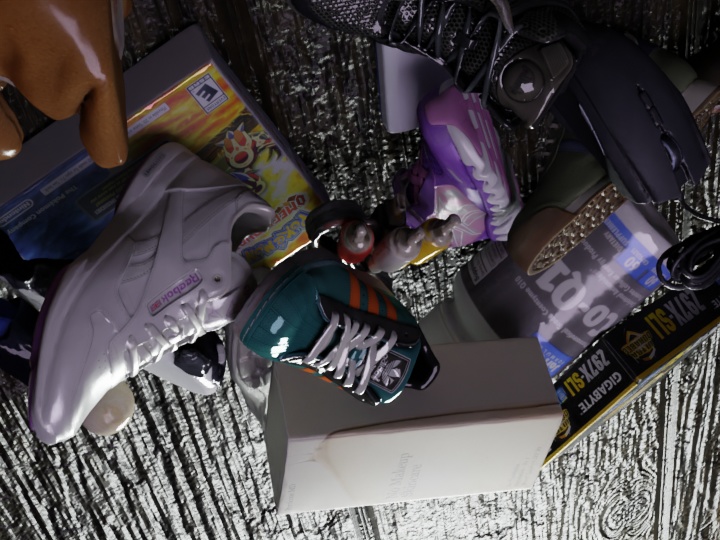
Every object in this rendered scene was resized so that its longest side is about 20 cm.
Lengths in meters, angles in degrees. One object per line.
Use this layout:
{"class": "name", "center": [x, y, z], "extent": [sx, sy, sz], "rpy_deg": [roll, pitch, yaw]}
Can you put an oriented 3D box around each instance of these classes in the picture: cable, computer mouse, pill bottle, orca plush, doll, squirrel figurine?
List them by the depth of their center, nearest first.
{"class": "squirrel figurine", "center": [-0.216, -0.145, 0.642], "extent": [0.183, 0.143, 0.201], "rpy_deg": [-4, 147, -3]}
{"class": "doll", "center": [-0.226, 0.041, 0.829], "extent": [0.199, 0.136, 0.049], "rpy_deg": [37, 85, -24]}
{"class": "computer mouse", "center": [0.207, -0.099, 0.833], "extent": [0.139, 0.202, 0.046], "rpy_deg": [-27, 166, -19]}
{"class": "orca plush", "center": [-0.151, 0.013, 0.839], "extent": [0.199, 0.104, 0.072], "rpy_deg": [31, 70, -34]}
{"class": "cable", "center": [0.000, 0.000, 0.912], "extent": [0.095, 0.051, 0.200], "rpy_deg": [-3, 157, -14]}
{"class": "pill bottle", "center": [0.144, 0.014, 1.005], "extent": [0.200, 0.114, 0.113], "rpy_deg": [-43, 137, 18]}

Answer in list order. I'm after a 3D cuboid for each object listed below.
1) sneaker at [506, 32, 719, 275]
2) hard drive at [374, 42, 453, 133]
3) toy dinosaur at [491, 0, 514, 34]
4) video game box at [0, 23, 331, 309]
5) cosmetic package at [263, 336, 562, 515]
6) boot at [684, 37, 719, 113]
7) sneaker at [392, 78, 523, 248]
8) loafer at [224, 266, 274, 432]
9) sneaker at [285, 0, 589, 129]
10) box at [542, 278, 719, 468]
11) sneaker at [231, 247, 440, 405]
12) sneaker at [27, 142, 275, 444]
{"class": "sneaker", "center": [0.152, -0.087, 0.884], "extent": [0.200, 0.090, 0.067], "rpy_deg": [-40, 162, -19]}
{"class": "hard drive", "center": [0.070, -0.188, 0.826], "extent": [0.130, 0.026, 0.202], "rpy_deg": [-18, 138, -11]}
{"class": "toy dinosaur", "center": [0.009, -0.199, 0.704], "extent": [0.102, 0.077, 0.201], "rpy_deg": [-36, 94, 3]}
{"class": "video game box", "center": [-0.137, -0.038, 0.854], "extent": [0.199, 0.047, 0.182], "rpy_deg": [-33, 142, 7]}
{"class": "cosmetic package", "center": [0.034, 0.111, 0.929], "extent": [0.197, 0.074, 0.104], "rpy_deg": [-5, 140, -13]}
{"class": "boot", "center": [0.278, -0.179, 0.935], "extent": [0.197, 0.075, 0.098], "rpy_deg": [-17, 114, 3]}
{"class": "sneaker", "center": [0.060, -0.061, 0.891], "extent": [0.087, 0.082, 0.200], "rpy_deg": [-14, 160, 11]}
{"class": "loafer", "center": [-0.072, 0.055, 0.949], "extent": [0.069, 0.070, 0.201], "rpy_deg": [-26, 149, -15]}
{"class": "sneaker", "center": [0.054, -0.146, 0.757], "extent": [0.197, 0.115, 0.077], "rpy_deg": [8, 127, -30]}
{"class": "box", "center": [0.224, 0.080, 1.083], "extent": [0.199, 0.050, 0.160], "rpy_deg": [-25, 159, -44]}
{"class": "sneaker", "center": [-0.004, 0.040, 0.809], "extent": [0.072, 0.080, 0.199], "rpy_deg": [-54, 158, 11]}
{"class": "sneaker", "center": [-0.117, 0.015, 0.735], "extent": [0.098, 0.202, 0.075], "rpy_deg": [24, 150, 5]}
